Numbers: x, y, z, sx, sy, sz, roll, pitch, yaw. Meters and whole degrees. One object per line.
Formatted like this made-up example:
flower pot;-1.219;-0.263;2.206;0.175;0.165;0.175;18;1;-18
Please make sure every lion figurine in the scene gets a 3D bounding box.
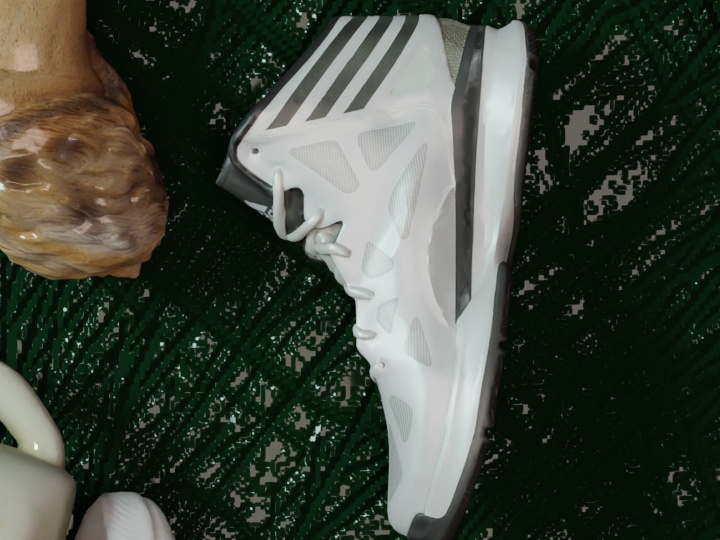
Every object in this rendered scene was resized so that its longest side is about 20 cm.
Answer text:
lion figurine;-0.126;-0.098;0.990;0.122;0.072;0.200;4;89;-15

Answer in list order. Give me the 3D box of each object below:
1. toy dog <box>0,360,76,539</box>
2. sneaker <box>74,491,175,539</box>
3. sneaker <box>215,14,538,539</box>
toy dog;-0.205;0.122;0.962;0.200;0.140;0.194;4;91;-6
sneaker;-0.053;0.173;1.025;0.088;0.075;0.200;-15;102;-18
sneaker;0.000;0.000;1.020;0.115;0.076;0.201;7;85;1
